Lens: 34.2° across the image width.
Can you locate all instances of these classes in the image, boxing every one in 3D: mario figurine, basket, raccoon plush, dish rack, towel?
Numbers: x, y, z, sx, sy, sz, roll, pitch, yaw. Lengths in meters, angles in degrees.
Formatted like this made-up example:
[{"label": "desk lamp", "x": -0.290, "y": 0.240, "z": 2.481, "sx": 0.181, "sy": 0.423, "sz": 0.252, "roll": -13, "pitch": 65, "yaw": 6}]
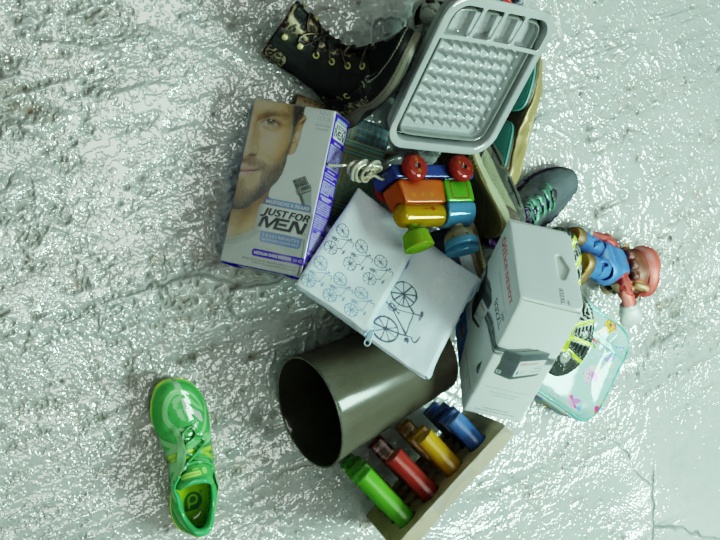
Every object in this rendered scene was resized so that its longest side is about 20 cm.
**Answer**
[{"label": "mario figurine", "x": 0.339, "y": 0.006, "z": 1.639, "sx": 0.199, "sy": 0.105, "sz": 0.125, "roll": 16, "pitch": 85, "yaw": -42}, {"label": "basket", "x": 0.015, "y": 0.138, "z": 1.477, "sx": 0.198, "sy": 0.181, "sz": 0.137, "roll": -25, "pitch": 67, "yaw": -28}, {"label": "raccoon plush", "x": 0.082, "y": -0.253, "z": 1.493, "sx": 0.096, "sy": 0.201, "sz": 0.135, "roll": 15, "pitch": 49, "yaw": -1}, {"label": "dish rack", "x": 0.121, "y": -0.233, "z": 1.370, "sx": 0.170, "sy": 0.044, "sz": 0.201, "roll": 0, "pitch": 129, "yaw": -38}, {"label": "towel", "x": -0.050, "y": -0.104, "z": 1.483, "sx": 0.145, "sy": 0.022, "sz": 0.203, "roll": 17, "pitch": 88, "yaw": -26}]

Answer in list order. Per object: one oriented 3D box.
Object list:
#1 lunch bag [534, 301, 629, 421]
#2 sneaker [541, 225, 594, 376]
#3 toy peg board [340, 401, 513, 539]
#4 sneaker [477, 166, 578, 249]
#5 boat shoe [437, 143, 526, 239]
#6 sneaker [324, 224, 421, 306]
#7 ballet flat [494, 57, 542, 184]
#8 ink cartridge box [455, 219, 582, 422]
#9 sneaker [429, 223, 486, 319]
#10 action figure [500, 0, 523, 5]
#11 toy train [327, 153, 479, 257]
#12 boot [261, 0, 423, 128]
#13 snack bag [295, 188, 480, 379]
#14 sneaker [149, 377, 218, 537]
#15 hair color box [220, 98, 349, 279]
[{"label": "lunch bag", "x": 0.274, "y": 0.103, "z": 1.629, "sx": 0.199, "sy": 0.077, "sz": 0.162, "roll": 35, "pitch": 82, "yaw": -25}, {"label": "sneaker", "x": 0.258, "y": 0.038, "z": 1.544, "sx": 0.074, "sy": 0.076, "sz": 0.203, "roll": -7, "pitch": 101, "yaw": -17}, {"label": "toy peg board", "x": 0.070, "y": 0.236, "z": 1.486, "sx": 0.098, "sy": 0.200, "sz": 0.199, "roll": 45, "pitch": 83, "yaw": -7}, {"label": "sneaker", "x": 0.231, "y": -0.077, "z": 1.580, "sx": 0.199, "sy": 0.087, "sz": 0.075, "roll": -31, "pitch": 108, "yaw": -18}, {"label": "boat shoe", "x": 0.154, "y": -0.137, "z": 1.524, "sx": 0.065, "sy": 0.072, "sz": 0.203, "roll": -10, "pitch": 70, "yaw": -37}, {"label": "sneaker", "x": 0.000, "y": 0.000, "z": 1.467, "sx": 0.199, "sy": 0.080, "sz": 0.079, "roll": 36, "pitch": 119, "yaw": -1}, {"label": "ballet flat", "x": 0.207, "y": -0.205, "z": 1.577, "sx": 0.063, "sy": 0.068, "sz": 0.203, "roll": 14, "pitch": 93, "yaw": -54}, {"label": "ink cartridge box", "x": 0.190, "y": 0.062, "z": 1.441, "sx": 0.083, "sy": 0.146, "sz": 0.201, "roll": 12, "pitch": 131, "yaw": -10}, {"label": "sneaker", "x": 0.113, "y": 0.019, "z": 1.550, "sx": 0.107, "sy": 0.071, "sz": 0.201, "roll": -6, "pitch": 135, "yaw": 12}, {"label": "action figure", "x": 0.168, "y": -0.406, "z": 1.493, "sx": 0.198, "sy": 0.105, "sz": 0.195, "roll": -20, "pitch": 119, "yaw": 22}, {"label": "toy train", "x": 0.054, "y": -0.072, "z": 1.408, "sx": 0.198, "sy": 0.085, "sz": 0.117, "roll": -2, "pitch": 71, "yaw": -32}, {"label": "boot", "x": -0.025, "y": -0.258, "z": 1.378, "sx": 0.150, "sy": 0.200, "sz": 0.074, "roll": 35, "pitch": 65, "yaw": -12}, {"label": "snack bag", "x": 0.039, "y": 0.015, "z": 1.403, "sx": 0.199, "sy": 0.021, "sz": 0.189, "roll": 37, "pitch": 49, "yaw": -4}, {"label": "sneaker", "x": -0.203, "y": 0.227, "z": 1.417, "sx": 0.073, "sy": 0.083, "sz": 0.203, "roll": -14, "pitch": 102, "yaw": -22}, {"label": "hair color box", "x": -0.090, "y": -0.096, "z": 1.404, "sx": 0.108, "sy": 0.065, "sz": 0.203, "roll": 11, "pitch": 85, "yaw": 17}]
